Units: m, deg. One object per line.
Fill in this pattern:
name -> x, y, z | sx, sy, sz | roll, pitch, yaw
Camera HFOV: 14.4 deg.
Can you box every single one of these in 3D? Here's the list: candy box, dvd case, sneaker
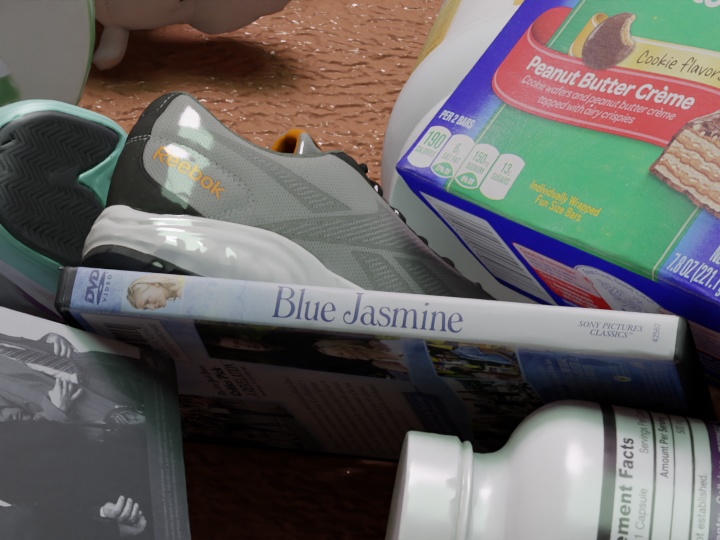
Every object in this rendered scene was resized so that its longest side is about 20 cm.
candy box -> 0.136, -0.068, 0.923 | 0.200, 0.077, 0.169 | -51, 39, -11
dvd case -> -0.137, 0.066, 0.818 | 0.199, 0.025, 0.151 | 17, 48, -30
sneaker -> -0.081, -0.002, 1.048 | 0.200, 0.078, 0.140 | 30, -18, -26
dvd case -> 0.015, 0.037, 0.925 | 0.199, 0.143, 0.018 | 4, 71, 14
sneaker -> 0.000, 0.000, 0.974 | 0.200, 0.080, 0.074 | 24, -25, -32

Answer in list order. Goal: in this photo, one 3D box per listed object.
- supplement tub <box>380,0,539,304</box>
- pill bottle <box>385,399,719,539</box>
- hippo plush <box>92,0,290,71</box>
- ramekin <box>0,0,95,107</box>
supplement tub -> 0.087, -0.054, 1.118 | 0.144, 0.145, 0.200 | 13, 28, 6
pill bottle -> 0.107, 0.102, 0.869 | 0.199, 0.113, 0.113 | 9, 28, -1
hippo plush -> -0.098, -0.188, 1.292 | 0.199, 0.160, 0.161 | 1, 28, -18
ramekin -> -0.194, -0.090, 1.045 | 0.199, 0.201, 0.098 | -12, 42, -35
